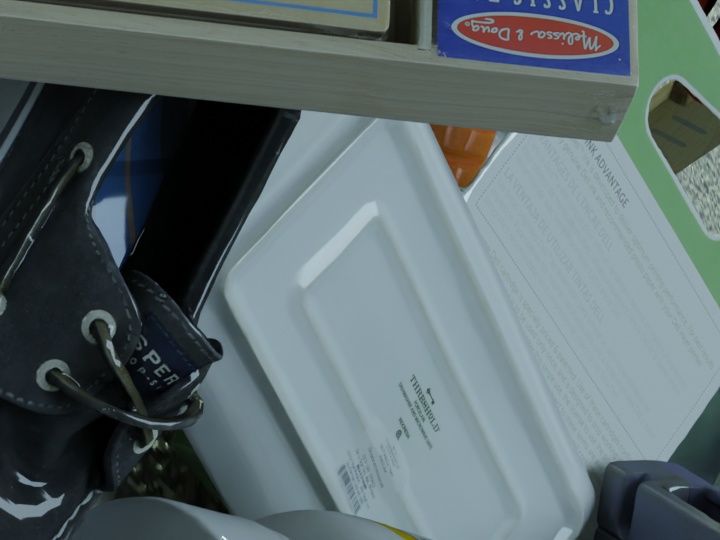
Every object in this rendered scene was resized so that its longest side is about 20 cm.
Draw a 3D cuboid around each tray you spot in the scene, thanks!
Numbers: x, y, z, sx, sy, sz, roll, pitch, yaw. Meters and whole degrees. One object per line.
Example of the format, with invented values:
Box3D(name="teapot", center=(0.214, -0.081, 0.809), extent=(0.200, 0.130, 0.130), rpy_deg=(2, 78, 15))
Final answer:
Box3D(name="tray", center=(0.008, 0.035, 0.739), extent=(0.107, 0.022, 0.200), rpy_deg=(-46, 132, -24))

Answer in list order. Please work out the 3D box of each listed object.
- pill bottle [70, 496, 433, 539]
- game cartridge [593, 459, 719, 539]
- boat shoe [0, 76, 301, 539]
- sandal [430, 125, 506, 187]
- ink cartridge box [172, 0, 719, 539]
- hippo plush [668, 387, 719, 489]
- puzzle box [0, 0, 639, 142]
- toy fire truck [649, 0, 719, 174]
Box3D(name="pill bottle", center=(0.009, 0.122, 0.679), extent=(0.200, 0.114, 0.115), rpy_deg=(22, 59, -43))
Box3D(name="game cartridge", center=(0.112, 0.140, 0.757), extent=(0.200, 0.038, 0.130), rpy_deg=(-149, -119, -65))
Box3D(name="boat shoe", center=(-0.056, 0.006, 0.600), extent=(0.070, 0.066, 0.201), rpy_deg=(51, 56, -48))
Box3D(name="sandal", center=(-0.004, -0.003, 0.854), extent=(0.079, 0.059, 0.207), rpy_deg=(43, 63, -47))
Box3D(name="ink cartridge box", center=(0.047, 0.018, 0.824), extent=(0.200, 0.048, 0.146), rpy_deg=(-56, 135, -21))
Box3D(name="hippo plush", center=(0.126, 0.060, 0.970), extent=(0.160, 0.160, 0.201), rpy_deg=(71, 35, -55))
Box3D(name="puzzle box", center=(-0.040, -0.099, 0.599), extent=(0.025, 0.199, 0.134), rpy_deg=(110, -17, -62))
Box3D(name="toy fire truck", center=(0.123, -0.126, 1.158), extent=(0.201, 0.176, 0.129), rpy_deg=(-60, 173, 22))
